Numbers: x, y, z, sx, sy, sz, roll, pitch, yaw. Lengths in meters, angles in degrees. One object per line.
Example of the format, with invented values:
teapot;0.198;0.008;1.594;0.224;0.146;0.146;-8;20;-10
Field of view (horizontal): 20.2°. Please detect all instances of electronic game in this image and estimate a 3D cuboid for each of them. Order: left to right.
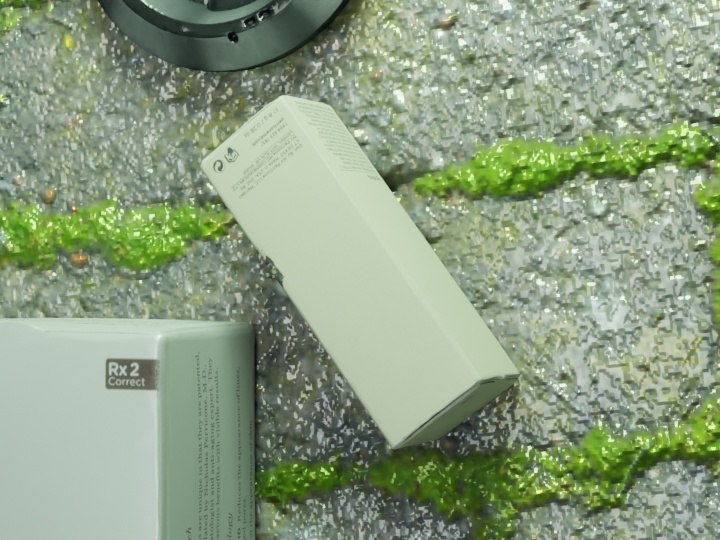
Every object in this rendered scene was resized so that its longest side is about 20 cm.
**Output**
electronic game;-0.080;-0.217;1.193;0.200;0.042;0.201;0;90;23

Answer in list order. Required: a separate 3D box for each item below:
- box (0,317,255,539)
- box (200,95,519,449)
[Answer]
box;-0.174;0.128;1.184;0.199;0.131;0.201;0;90;22
box;0.000;0.000;1.142;0.068;0.082;0.200;-38;76;17
